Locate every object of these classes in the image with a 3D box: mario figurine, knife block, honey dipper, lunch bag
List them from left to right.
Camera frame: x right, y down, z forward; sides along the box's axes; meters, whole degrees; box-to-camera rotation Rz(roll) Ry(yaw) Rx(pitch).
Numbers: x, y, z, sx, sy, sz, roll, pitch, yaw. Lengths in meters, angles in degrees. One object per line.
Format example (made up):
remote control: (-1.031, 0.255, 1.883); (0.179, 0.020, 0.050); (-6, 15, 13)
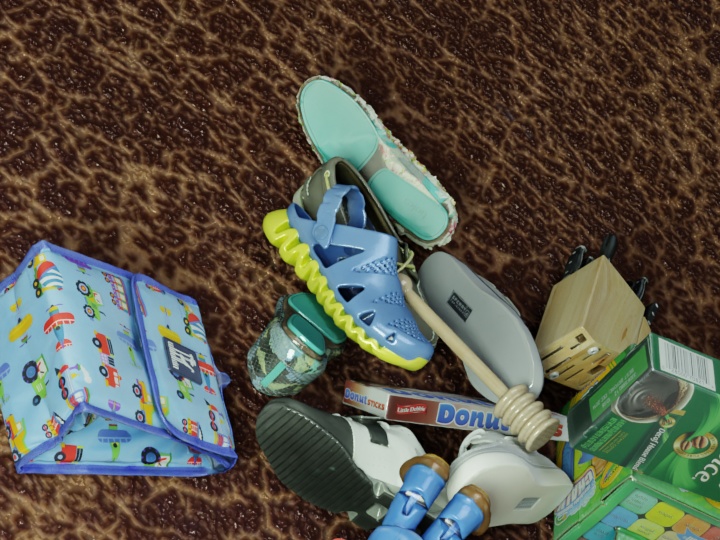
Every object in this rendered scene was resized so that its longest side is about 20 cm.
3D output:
lunch bag: (-0.180, 0.081, 1.497); (0.199, 0.094, 0.152); (15, 45, -45)
mario figurine: (0.011, 0.240, 1.486); (0.123, 0.107, 0.200); (17, 53, 38)
honey dipper: (0.089, 0.073, 1.647); (0.038, 0.038, 0.200); (-19, 55, -46)
knife block: (0.213, 0.029, 1.819); (0.199, 0.064, 0.177); (22, 42, -49)

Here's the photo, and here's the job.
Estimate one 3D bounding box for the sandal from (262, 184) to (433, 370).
sandal: (0.000, 0.000, 1.653); (0.200, 0.087, 0.079); (50, 9, 22)

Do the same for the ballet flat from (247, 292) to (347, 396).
ballet flat: (-0.057, 0.063, 1.598); (0.074, 0.074, 0.200); (45, 9, 3)

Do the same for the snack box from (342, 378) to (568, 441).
snack box: (0.085, 0.122, 1.671); (0.198, 0.072, 0.025); (10, 93, -33)

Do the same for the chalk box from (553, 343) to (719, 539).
chalk box: (0.252, 0.192, 1.700); (0.124, 0.124, 0.201); (25, 43, -18)

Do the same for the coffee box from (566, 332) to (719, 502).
coffee box: (0.286, 0.130, 1.596); (0.198, 0.123, 0.044); (22, 44, -22)

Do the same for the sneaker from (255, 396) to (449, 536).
sneaker: (-0.001, 0.152, 1.577); (0.199, 0.074, 0.089); (38, 40, -21)

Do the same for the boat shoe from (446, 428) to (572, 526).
boat shoe: (0.116, 0.166, 1.624); (0.069, 0.072, 0.199); (49, 20, 25)

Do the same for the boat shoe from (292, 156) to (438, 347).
boat shoe: (0.011, -0.009, 1.729); (0.072, 0.060, 0.203); (-15, 66, -45)

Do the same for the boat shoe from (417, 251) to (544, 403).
boat shoe: (0.117, 0.057, 1.727); (0.065, 0.072, 0.200); (22, 16, -38)

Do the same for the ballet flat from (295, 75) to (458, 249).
ballet flat: (0.014, -0.099, 1.819); (0.200, 0.076, 0.064); (49, 10, 1)
